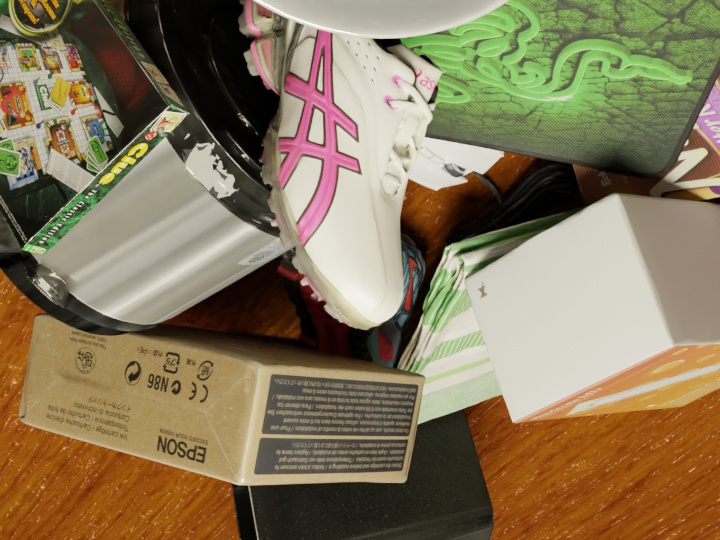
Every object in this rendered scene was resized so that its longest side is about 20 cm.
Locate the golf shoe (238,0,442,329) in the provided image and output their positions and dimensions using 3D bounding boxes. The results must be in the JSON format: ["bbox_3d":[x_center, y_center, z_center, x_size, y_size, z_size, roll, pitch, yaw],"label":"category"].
[{"bbox_3d":[-0.002,-0.072,0.672,0.092,0.201,0.073,-18,164,25],"label":"golf shoe"}]

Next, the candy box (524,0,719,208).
[{"bbox_3d":[0.168,-0.121,0.785,0.116,0.057,0.200,-11,136,14],"label":"candy box"}]

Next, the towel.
[{"bbox_3d":[0.095,0.036,0.935,0.152,0.023,0.200,-17,146,-30],"label":"towel"}]

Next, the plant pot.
[{"bbox_3d":[-0.003,0.181,1.034,0.177,0.200,0.200,-6,139,-10],"label":"plant pot"}]

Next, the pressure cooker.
[{"bbox_3d":[-0.128,-0.059,0.763,0.200,0.179,0.176,-30,133,28],"label":"pressure cooker"}]

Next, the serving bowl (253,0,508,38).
[{"bbox_3d":[0.006,-0.205,0.601,0.199,0.066,0.201,7,135,7],"label":"serving bowl"}]

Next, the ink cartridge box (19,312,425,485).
[{"bbox_3d":[-0.087,0.080,0.849,0.199,0.075,0.165,8,178,38],"label":"ink cartridge box"}]

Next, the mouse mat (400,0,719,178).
[{"bbox_3d":[0.100,-0.120,0.743,0.199,0.008,0.161,10,140,-2],"label":"mouse mat"}]

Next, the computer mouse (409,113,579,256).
[{"bbox_3d":[0.049,-0.075,0.845,0.109,0.044,0.200,-27,132,28],"label":"computer mouse"}]

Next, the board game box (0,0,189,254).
[{"bbox_3d":[-0.175,-0.116,0.678,0.105,0.200,0.023,-42,156,15],"label":"board game box"}]

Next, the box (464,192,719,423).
[{"bbox_3d":[0.184,0.025,0.850,0.200,0.098,0.124,2,154,-46],"label":"box"}]

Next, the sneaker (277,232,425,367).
[{"bbox_3d":[0.000,0.000,0.897,0.079,0.096,0.200,22,150,12],"label":"sneaker"}]
